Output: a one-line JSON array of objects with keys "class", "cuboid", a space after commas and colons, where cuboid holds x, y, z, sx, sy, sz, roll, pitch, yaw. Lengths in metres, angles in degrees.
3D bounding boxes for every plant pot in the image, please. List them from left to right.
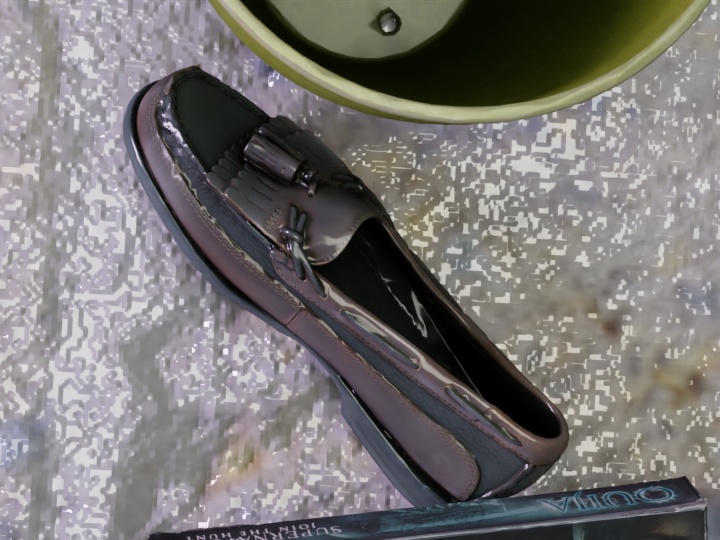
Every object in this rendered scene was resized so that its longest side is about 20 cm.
[{"class": "plant pot", "cuboid": [0.015, -0.128, 0.720, 0.186, 0.200, 0.188, 1, 85, -9]}]

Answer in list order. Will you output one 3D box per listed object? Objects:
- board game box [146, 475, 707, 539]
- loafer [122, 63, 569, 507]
[{"class": "board game box", "cuboid": [0.025, 0.149, 0.766, 0.199, 0.028, 0.136, -6, 109, -9]}, {"class": "loafer", "cuboid": [0.000, 0.000, 0.769, 0.200, 0.063, 0.072, 50, 45, -7]}]
